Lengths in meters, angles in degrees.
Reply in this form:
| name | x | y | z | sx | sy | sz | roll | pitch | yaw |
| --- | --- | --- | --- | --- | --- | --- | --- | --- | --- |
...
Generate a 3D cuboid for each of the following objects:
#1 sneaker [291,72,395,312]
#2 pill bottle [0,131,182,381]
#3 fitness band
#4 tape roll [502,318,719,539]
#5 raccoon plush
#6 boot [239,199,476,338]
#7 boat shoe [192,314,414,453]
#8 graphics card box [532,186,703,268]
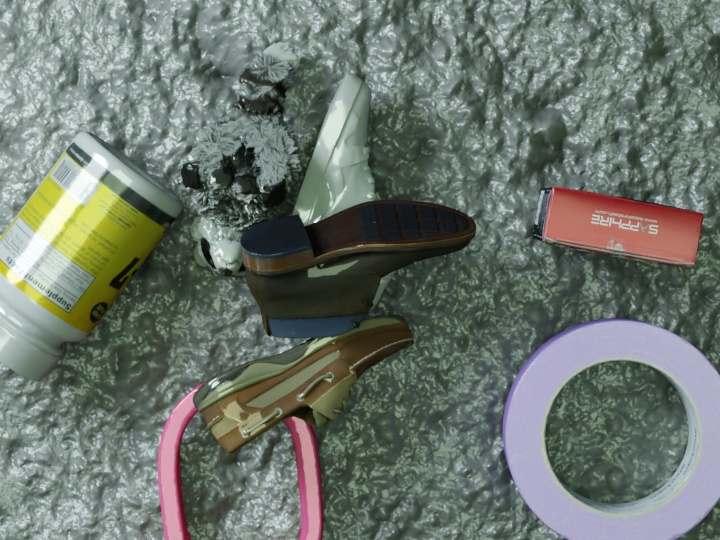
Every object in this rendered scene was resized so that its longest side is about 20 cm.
| name | x | y | z | sx | sy | sz | roll | pitch | yaw |
| --- | --- | --- | --- | --- | --- | --- | --- | --- | --- |
| sneaker | 0.004 | -0.064 | 1.749 | 0.115 | 0.074 | 0.200 | 17 | 100 | -1 |
| pill bottle | -0.256 | -0.011 | 1.732 | 0.114 | 0.114 | 0.200 | 37 | 92 | 1 |
| fitness band | -0.106 | 0.192 | 1.769 | 0.143 | 0.037 | 0.200 | -6 | 91 | 2 |
| tape roll | 0.225 | 0.142 | 1.744 | 0.200 | 0.066 | 0.200 | 0 | 90 | 2 |
| raccoon plush | -0.086 | -0.084 | 1.760 | 0.097 | 0.134 | 0.200 | 25 | 58 | 13 |
| boot | 0.000 | 0.000 | 1.703 | 0.200 | 0.075 | 0.097 | -6 | 125 | -3 |
| boat shoe | -0.044 | 0.101 | 1.729 | 0.200 | 0.076 | 0.074 | -22 | 80 | -15 |
| graphics card box | 0.212 | -0.037 | 1.674 | 0.125 | 0.200 | 0.051 | 10 | 91 | 3 |
